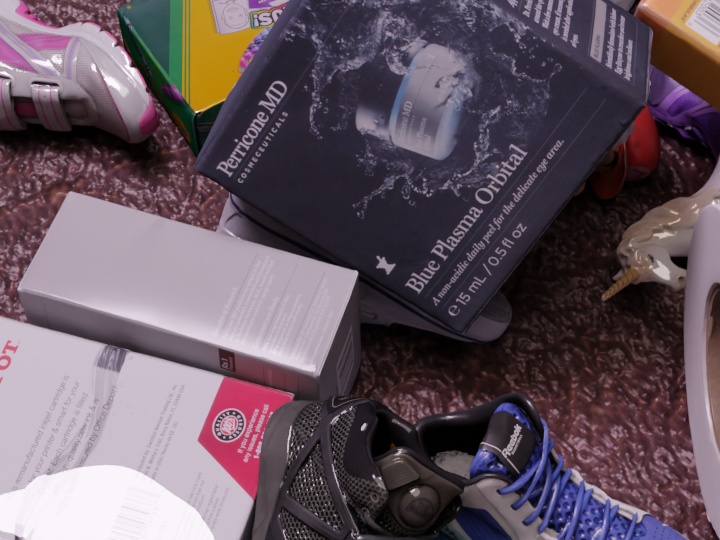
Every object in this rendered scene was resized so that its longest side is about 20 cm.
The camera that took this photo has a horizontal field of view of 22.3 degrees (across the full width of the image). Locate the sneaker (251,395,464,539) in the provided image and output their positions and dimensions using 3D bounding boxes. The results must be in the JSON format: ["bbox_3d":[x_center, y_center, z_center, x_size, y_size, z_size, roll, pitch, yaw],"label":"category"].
[{"bbox_3d":[-0.005,0.164,1.002,0.114,0.076,0.200,-14,63,44],"label":"sneaker"}]

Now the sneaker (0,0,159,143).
[{"bbox_3d":[-0.228,-0.129,1.276,0.199,0.082,0.088,25,60,27],"label":"sneaker"}]

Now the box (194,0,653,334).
[{"bbox_3d":[0.038,-0.103,1.098,0.199,0.197,0.118,31,30,-8],"label":"box"}]

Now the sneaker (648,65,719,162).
[{"bbox_3d":[0.222,-0.124,1.274,0.083,0.081,0.200,-38,64,14],"label":"sneaker"}]

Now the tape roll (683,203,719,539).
[{"bbox_3d":[0.274,0.058,1.055,0.138,0.203,0.204,-4,55,-1],"label":"tape roll"}]

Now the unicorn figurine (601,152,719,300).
[{"bbox_3d":[0.250,-0.040,1.181,0.137,0.074,0.201,23,80,3],"label":"unicorn figurine"}]

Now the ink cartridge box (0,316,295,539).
[{"bbox_3d":[-0.152,0.128,1.086,0.199,0.084,0.146,14,57,11],"label":"ink cartridge box"}]

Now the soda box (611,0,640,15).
[{"bbox_3d":[0.104,-0.215,1.254,0.200,0.063,0.071,32,99,17],"label":"soda box"}]

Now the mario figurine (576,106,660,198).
[{"bbox_3d":[0.107,-0.092,1.216,0.199,0.106,0.124,15,22,-15],"label":"mario figurine"}]

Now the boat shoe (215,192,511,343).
[{"bbox_3d":[0.000,0.000,1.185,0.199,0.067,0.074,31,29,-2],"label":"boat shoe"}]

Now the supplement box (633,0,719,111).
[{"bbox_3d":[0.264,-0.120,1.125,0.200,0.067,0.069,37,77,7],"label":"supplement box"}]

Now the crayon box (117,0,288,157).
[{"bbox_3d":[-0.057,-0.171,1.307,0.199,0.058,0.119,-27,58,-17],"label":"crayon box"}]

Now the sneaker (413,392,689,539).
[{"bbox_3d":[0.102,0.138,1.054,0.199,0.115,0.081,23,60,16],"label":"sneaker"}]

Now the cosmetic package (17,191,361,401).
[{"bbox_3d":[-0.103,0.034,1.138,0.199,0.107,0.090,12,57,12],"label":"cosmetic package"}]
